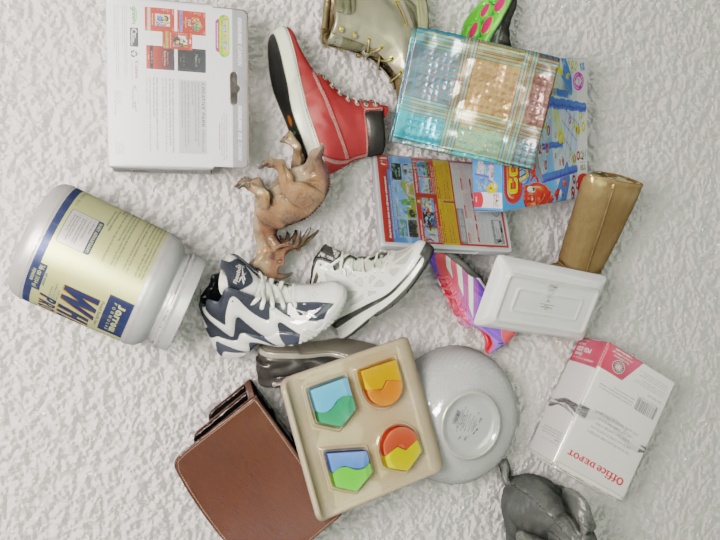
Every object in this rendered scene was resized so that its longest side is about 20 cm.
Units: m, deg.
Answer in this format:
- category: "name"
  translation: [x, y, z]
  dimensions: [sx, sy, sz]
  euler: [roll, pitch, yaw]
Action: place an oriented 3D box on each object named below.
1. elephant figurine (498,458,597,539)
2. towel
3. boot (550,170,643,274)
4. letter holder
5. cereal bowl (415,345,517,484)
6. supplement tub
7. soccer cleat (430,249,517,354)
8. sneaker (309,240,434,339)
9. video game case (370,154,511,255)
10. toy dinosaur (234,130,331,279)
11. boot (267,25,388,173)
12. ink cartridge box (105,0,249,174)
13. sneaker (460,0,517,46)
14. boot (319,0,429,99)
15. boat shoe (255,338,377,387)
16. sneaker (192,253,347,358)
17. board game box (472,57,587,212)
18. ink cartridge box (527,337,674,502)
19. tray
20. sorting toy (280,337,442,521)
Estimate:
- category: "elephant figurine"
  translation: [0.292, 0.378, 1.001]
  dimensions: [0.151, 0.200, 0.145]
  euler: [11, 90, -15]
- category: "towel"
  translation: [0.144, -0.221, 0.900]
  dimensions: [0.195, 0.022, 0.150]
  euler: [13, 103, 5]
- category: "boot"
  translation: [0.306, -0.047, 1.023]
  dimensions: [0.171, 0.066, 0.204]
  euler: [2, 115, -27]
- category: "letter holder"
  translation: [-0.142, 0.278, 0.932]
  dimensions: [0.141, 0.100, 0.202]
  euler: [-37, 101, -8]
- category: "cereal bowl"
  translation: [0.146, 0.216, 1.015]
  dimensions: [0.195, 0.083, 0.206]
  euler: [-1, 94, -15]
- category: "supplement tub"
  translation: [-0.303, 0.001, 0.851]
  dimensions: [0.197, 0.145, 0.148]
  euler: [26, 86, -14]
- category: "soccer cleat"
  translation: [0.153, 0.037, 1.020]
  dimensions: [0.200, 0.068, 0.073]
  euler: [44, 91, -13]
- category: "sneaker"
  translation: [0.000, 0.000, 0.929]
  dimensions: [0.115, 0.076, 0.200]
  euler: [45, 123, -7]
- category: "video game case"
  translation: [0.115, -0.094, 0.995]
  dimensions: [0.195, 0.017, 0.147]
  euler: [3, 66, -16]
- category: "toy dinosaur"
  translation: [-0.088, -0.088, 0.913]
  dimensions: [0.199, 0.086, 0.136]
  euler: [-38, 106, 26]
- category: "boot"
  translation: [-0.039, -0.243, 0.955]
  dimensions: [0.142, 0.072, 0.205]
  euler: [-23, 100, -19]
- category: "ink cartridge box"
  translation: [-0.231, -0.228, 0.891]
  dimensions: [0.171, 0.084, 0.206]
  euler: [0, 93, -15]
- category: "sneaker"
  translation: [0.189, -0.311, 1.018]
  dimensions: [0.083, 0.076, 0.205]
  euler: [18, 86, -41]
- category: "boot"
  translation: [0.022, -0.291, 0.943]
  dimensions: [0.151, 0.072, 0.206]
  euler: [0, 82, -28]
- category: "boat shoe"
  translation: [-0.050, 0.133, 0.971]
  dimensions: [0.195, 0.067, 0.058]
  euler: [4, 108, -15]
- category: "sneaker"
  translation: [-0.124, 0.029, 0.889]
  dimensions: [0.194, 0.081, 0.131]
  euler: [-14, 130, 16]
- category: "board game box"
  translation: [0.243, -0.196, 0.991]
  dimensions: [0.192, 0.055, 0.206]
  euler: [-12, 104, -36]
- category: "ink cartridge box"
  translation: [0.370, 0.228, 1.076]
  dimensions: [0.144, 0.085, 0.203]
  euler: [29, 83, -14]
- category: "tray"
  translation: [0.264, 0.046, 1.000]
  dimensions: [0.195, 0.022, 0.110]
  euler: [9, 108, -22]
- category: "sorting toy"
  translation: [0.008, 0.205, 0.916]
  dimensions: [0.196, 0.036, 0.190]
  euler: [-16, 89, -23]
